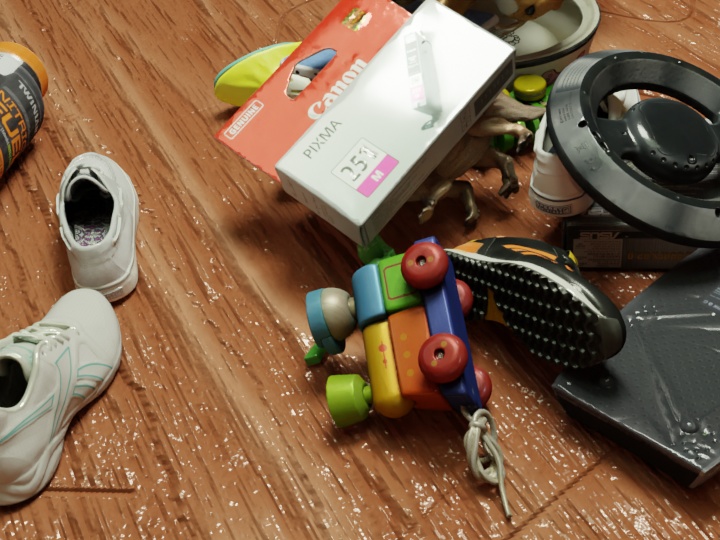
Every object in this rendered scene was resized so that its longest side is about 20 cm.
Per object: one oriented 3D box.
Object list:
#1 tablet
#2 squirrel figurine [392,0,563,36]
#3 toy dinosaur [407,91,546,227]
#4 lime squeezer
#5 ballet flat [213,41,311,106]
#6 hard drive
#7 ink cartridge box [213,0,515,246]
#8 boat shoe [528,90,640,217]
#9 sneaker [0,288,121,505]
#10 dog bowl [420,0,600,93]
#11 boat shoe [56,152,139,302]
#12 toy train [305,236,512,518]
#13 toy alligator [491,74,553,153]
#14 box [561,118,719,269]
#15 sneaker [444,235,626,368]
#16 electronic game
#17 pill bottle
[{"bbox_3d":[0.030,-0.213,1.057,0.130,0.014,0.200,17,37,27],"label":"tablet"},{"bbox_3d":[0.111,-0.307,1.048,0.186,0.142,0.200,12,49,9],"label":"squirrel figurine"},{"bbox_3d":[0.065,-0.112,0.968,0.200,0.086,0.136,-38,65,-4],"label":"toy dinosaur"},{"bbox_3d":[0.000,0.000,0.926,0.071,0.038,0.200,-28,33,24],"label":"lime squeezer"},{"bbox_3d":[-0.048,-0.200,1.150,0.200,0.067,0.067,-23,63,-22],"label":"ballet flat"},{"bbox_3d":[0.243,0.064,0.799,0.135,0.042,0.200,29,52,36],"label":"hard drive"},{"bbox_3d":[0.000,-0.144,0.927,0.173,0.044,0.200,36,76,21],"label":"ink cartridge box"},{"bbox_3d":[0.191,-0.125,0.943,0.073,0.065,0.200,8,41,19],"label":"boat shoe"},{"bbox_3d":[-0.229,0.071,0.825,0.070,0.080,0.200,1,38,11],"label":"sneaker"},{"bbox_3d":[0.139,-0.226,1.143,0.199,0.074,0.200,-3,39,3],"label":"dog bowl"},{"bbox_3d":[-0.235,-0.055,0.987,0.072,0.069,0.200,-9,39,-3],"label":"boat shoe"},{"bbox_3d":[0.029,0.085,0.787,0.115,0.085,0.200,-17,62,14],"label":"toy train"},{"bbox_3d":[0.121,-0.128,1.036,0.200,0.059,0.054,-21,42,-18],"label":"toy alligator"},{"bbox_3d":[0.269,-0.067,0.951,0.199,0.048,0.159,0,39,8],"label":"box"},{"bbox_3d":[0.138,0.009,0.832,0.090,0.070,0.200,-22,22,-25],"label":"sneaker"},{"bbox_3d":[0.239,-0.099,0.881,0.199,0.042,0.200,9,52,-12],"label":"electronic game"},{"bbox_3d":[-0.370,-0.140,1.079,0.106,0.106,0.200,4,41,13],"label":"pill bottle"}]
